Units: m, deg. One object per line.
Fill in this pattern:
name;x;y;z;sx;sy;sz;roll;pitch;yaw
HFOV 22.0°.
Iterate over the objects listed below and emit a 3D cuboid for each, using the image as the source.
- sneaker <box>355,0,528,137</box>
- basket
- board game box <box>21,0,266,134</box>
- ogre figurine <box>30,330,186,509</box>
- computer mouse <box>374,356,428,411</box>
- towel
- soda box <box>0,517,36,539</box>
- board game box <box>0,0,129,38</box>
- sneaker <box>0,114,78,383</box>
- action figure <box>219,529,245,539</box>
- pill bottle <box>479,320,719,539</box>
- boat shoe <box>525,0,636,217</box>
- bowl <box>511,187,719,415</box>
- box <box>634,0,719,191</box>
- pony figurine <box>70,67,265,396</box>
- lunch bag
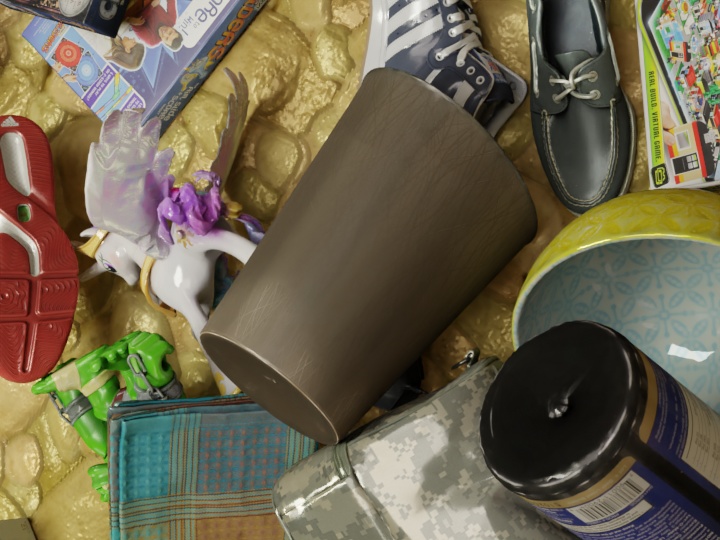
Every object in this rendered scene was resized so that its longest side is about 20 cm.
sneaker;0.061;-0.173;1.273;0.108;0.070;0.200;11;99;30
basket;0.000;0.000;1.193;0.136;0.180;0.200;25;68;36
board game box;-0.151;-0.209;1.393;0.135;0.034;0.200;47;107;20
ogre figurine;-0.160;0.108;1.331;0.200;0.098;0.120;-25;97;42
computer mouse;0.051;0.081;1.293;0.200;0.034;0.059;23;111;17
towel;-0.101;0.178;1.277;0.147;0.022;0.200;-4;112;-17
soda box;-0.257;0.291;1.401;0.064;0.068;0.200;-30;75;21
board game box;-0.199;-0.283;1.386;0.135;0.035;0.200;20;88;42
sneaker;-0.260;-0.007;1.401;0.078;0.116;0.200;2;77;-16
action figure;-0.138;0.211;1.338;0.200;0.118;0.055;-34;91;10
pill bottle;0.171;0.121;1.118;0.112;0.200;0.112;-26;46;30
boat shoe;0.139;-0.134;1.241;0.073;0.062;0.200;-6;85;24
bowl;0.203;0.013;1.168;0.200;0.200;0.108;-7;42;24
box;0.230;-0.153;1.192;0.110;0.035;0.200;-10;82;50
pony figurine;-0.119;-0.025;1.314;0.200;0.166;0.193;38;122;24
lunch bag;0.069;0.172;1.207;0.168;0.139;0.200;-34;84;22
